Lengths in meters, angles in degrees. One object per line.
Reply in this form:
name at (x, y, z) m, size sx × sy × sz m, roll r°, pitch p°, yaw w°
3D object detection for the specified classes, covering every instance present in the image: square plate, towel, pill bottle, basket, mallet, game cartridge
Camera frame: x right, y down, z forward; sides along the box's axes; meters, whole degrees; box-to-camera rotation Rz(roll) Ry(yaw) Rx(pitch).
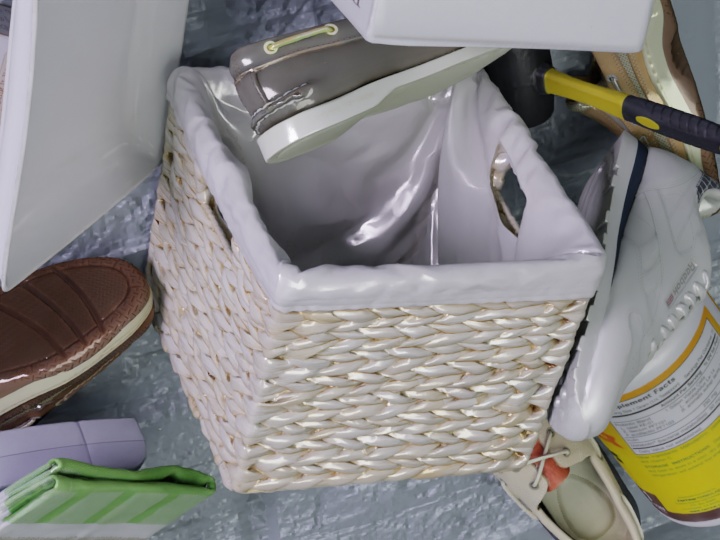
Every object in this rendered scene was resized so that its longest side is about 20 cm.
square plate at (-0.139, -0.115, 1.341) m, size 0.028 × 0.200 × 0.199 m, roll 18°, pitch 118°, yaw 14°
towel at (-0.197, 0.159, 1.473) m, size 0.200 × 0.031 × 0.149 m, roll -34°, pitch 158°, yaw 26°
pill bottle at (0.184, 0.063, 1.606) m, size 0.109 × 0.109 × 0.200 m, roll -39°, pitch 126°, yaw 1°
basket at (0.000, 0.000, 1.431) m, size 0.199 × 0.199 × 0.162 m, roll -4°, pitch 130°, yaw -23°
mallet at (0.143, -0.102, 1.448) m, size 0.041 × 0.199 × 0.066 m, roll -35°, pitch 123°, yaw -31°
game cartridge at (-0.224, 0.133, 1.459) m, size 0.199 × 0.041 × 0.134 m, roll -10°, pitch 153°, yaw -26°

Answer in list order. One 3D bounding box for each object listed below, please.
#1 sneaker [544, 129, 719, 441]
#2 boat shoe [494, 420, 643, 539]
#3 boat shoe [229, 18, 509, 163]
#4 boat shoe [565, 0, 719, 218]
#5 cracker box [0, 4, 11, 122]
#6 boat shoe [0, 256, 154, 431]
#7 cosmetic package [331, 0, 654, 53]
sneaker at (0.157, 0.013, 1.461) m, size 0.080 × 0.201 × 0.076 m, roll 25°, pitch 148°, yaw -10°
boat shoe at (0.119, 0.123, 1.641) m, size 0.071 × 0.063 × 0.200 m, roll -37°, pitch 125°, yaw 2°
boat shoe at (0.014, -0.118, 1.386) m, size 0.201 × 0.072 × 0.061 m, roll -26°, pitch 85°, yaw -40°
boat shoe at (0.158, -0.110, 1.530) m, size 0.076 × 0.072 × 0.201 m, roll -20°, pitch 119°, yaw 5°
cracker box at (-0.267, -0.089, 1.351) m, size 0.199 × 0.058 × 0.135 m, roll 15°, pitch 110°, yaw -29°
boat shoe at (-0.204, 0.063, 1.467) m, size 0.201 × 0.075 × 0.075 m, roll -27°, pitch 145°, yaw -1°
cosmetic package at (0.066, -0.236, 1.348) m, size 0.164 × 0.165 × 0.201 m, roll 1°, pitch 117°, yaw -23°
